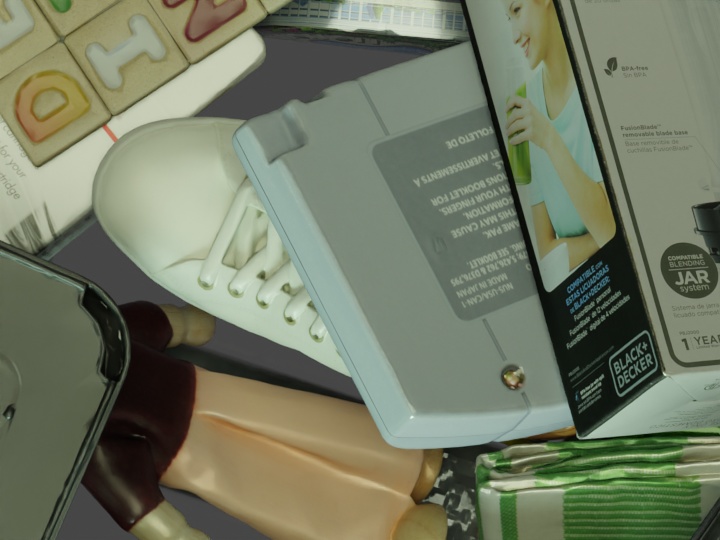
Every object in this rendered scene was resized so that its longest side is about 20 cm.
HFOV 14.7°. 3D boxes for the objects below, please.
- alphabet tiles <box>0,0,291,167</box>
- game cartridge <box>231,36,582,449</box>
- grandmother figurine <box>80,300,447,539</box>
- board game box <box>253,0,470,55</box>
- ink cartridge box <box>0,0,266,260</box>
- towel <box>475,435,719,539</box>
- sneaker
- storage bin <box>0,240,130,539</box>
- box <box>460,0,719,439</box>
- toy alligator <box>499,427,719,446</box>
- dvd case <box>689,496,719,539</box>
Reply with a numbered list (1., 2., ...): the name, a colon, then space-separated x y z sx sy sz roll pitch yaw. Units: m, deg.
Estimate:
1. alphabet tiles: -0.107 -0.141 0.998 0.200 0.006 0.166 -34 89 -2
2. game cartridge: 0.068 -0.018 0.938 0.200 0.040 0.133 -20 73 -31
3. grandmother figurine: -0.067 0.052 1.002 0.200 0.121 0.061 20 120 -19
4. board game box: 0.060 -0.130 1.040 0.200 0.062 0.200 5 87 -1
5. ink cartridge box: -0.143 -0.056 1.031 0.200 0.067 0.116 -39 89 -2
6. towel: 0.143 0.102 0.997 0.200 0.153 0.023 -5 51 1
7. sneaker: 0.000 0.000 0.966 0.200 0.085 0.073 23 93 0
8. storage bin: -0.170 0.080 0.892 0.135 0.094 0.200 24 81 -6
9. box: 0.108 -0.051 0.916 0.117 0.060 0.200 -5 70 -27
10. toy alligator: 0.108 0.054 1.036 0.200 0.054 0.059 22 92 0
11. dvd case: 0.065 0.172 0.926 0.016 0.149 0.200 33 124 10
